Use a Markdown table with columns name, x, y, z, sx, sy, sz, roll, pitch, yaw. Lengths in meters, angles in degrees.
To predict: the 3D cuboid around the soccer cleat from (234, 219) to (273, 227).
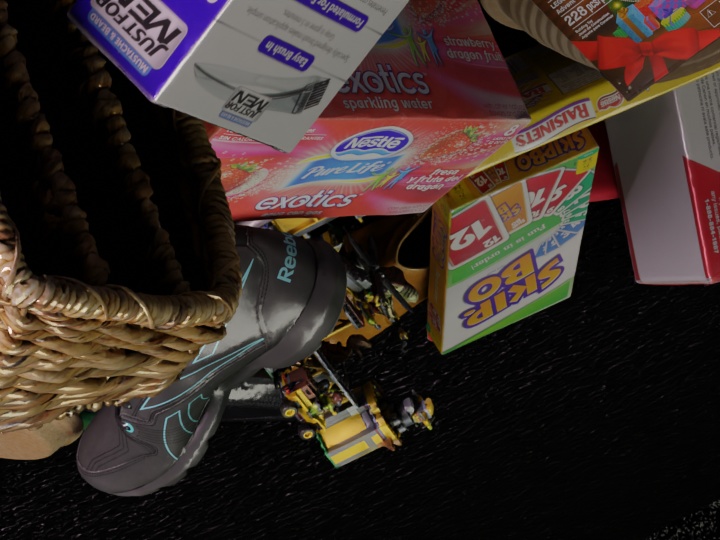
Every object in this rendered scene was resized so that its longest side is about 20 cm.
| name | x | y | z | sx | sy | sz | roll | pitch | yaw |
| --- | --- | --- | --- | --- | --- | --- | --- | --- | --- |
| soccer cleat | -0.126 | -0.044 | 0.961 | 0.199 | 0.070 | 0.086 | -4 | -178 | -33 |

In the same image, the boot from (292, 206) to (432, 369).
| name | x | y | z | sx | sy | sz | roll | pitch | yaw |
| --- | --- | --- | --- | --- | --- | --- | --- | --- | --- |
| boot | 0.010 | 0.001 | 1.242 | 0.201 | 0.071 | 0.144 | -33 | 180 | -6 |

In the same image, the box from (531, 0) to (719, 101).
| name | x | y | z | sx | sy | sz | roll | pitch | yaw |
| --- | --- | --- | --- | --- | --- | --- | --- | --- | --- |
| box | 0.151 | -0.182 | 0.863 | 0.200 | 0.137 | 0.039 | -36 | -161 | 34 |

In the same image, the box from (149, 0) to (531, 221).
| name | x | y | z | sx | sy | sz | roll | pitch | yaw |
| --- | --- | --- | --- | --- | --- | --- | --- | --- | --- |
| box | -0.028 | -0.091 | 0.944 | 0.199 | 0.103 | 0.095 | -3 | 153 | -43 |

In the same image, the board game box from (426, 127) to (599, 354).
| name | x | y | z | sx | sy | sz | roll | pitch | yaw |
| --- | --- | --- | --- | --- | --- | --- | --- | --- | --- |
| board game box | 0.087 | -0.012 | 1.165 | 0.095 | 0.030 | 0.200 | -24 | 157 | -11 |

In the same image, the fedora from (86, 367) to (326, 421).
| name | x | y | z | sx | sy | sz | roll | pitch | yaw |
| --- | --- | --- | --- | --- | --- | --- | --- | --- | --- |
| fedora | -0.102 | 0.045 | 1.207 | 0.200 | 0.092 | 0.201 | 1 | 173 | 0 |

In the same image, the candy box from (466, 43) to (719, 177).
| name | x | y | z | sx | sy | sz | roll | pitch | yaw |
| --- | --- | --- | --- | --- | --- | --- | --- | --- | --- |
| candy box | 0.129 | -0.112 | 1.098 | 0.199 | 0.026 | 0.102 | -23 | -155 | 0 |

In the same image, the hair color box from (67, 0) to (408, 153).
| name | x | y | z | sx | sy | sz | roll | pitch | yaw |
| --- | --- | --- | --- | --- | --- | --- | --- | --- | --- |
| hair color box | -0.012 | -0.149 | 0.761 | 0.200 | 0.065 | 0.109 | -52 | 154 | 11 |

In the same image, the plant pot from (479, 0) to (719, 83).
| name | x | y | z | sx | sy | sz | roll | pitch | yaw |
| --- | --- | --- | --- | --- | --- | --- | --- | --- | --- |
| plant pot | 0.160 | -0.160 | 0.988 | 0.200 | 0.093 | 0.201 | -21 | 162 | -7 |

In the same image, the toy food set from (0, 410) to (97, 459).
| name | x | y | z | sx | sy | sz | roll | pitch | yaw |
| --- | --- | --- | --- | --- | --- | --- | --- | --- | --- |
| toy food set | -0.237 | 0.055 | 1.052 | 0.200 | 0.049 | 0.198 | 29 | 158 | -36 |

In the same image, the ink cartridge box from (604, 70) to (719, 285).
| name | x | y | z | sx | sy | sz | roll | pitch | yaw |
| --- | --- | --- | --- | --- | --- | --- | --- | --- | --- |
| ink cartridge box | 0.260 | -0.082 | 1.210 | 0.199 | 0.145 | 0.084 | -13 | -175 | -25 |

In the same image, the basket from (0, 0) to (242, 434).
| name | x | y | z | sx | sy | sz | roll | pitch | yaw |
| --- | --- | --- | --- | --- | --- | --- | --- | --- | --- |
| basket | -0.120 | -0.055 | 0.774 | 0.142 | 0.201 | 0.149 | -11 | 158 | -29 |

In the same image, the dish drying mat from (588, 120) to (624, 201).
| name | x | y | z | sx | sy | sz | roll | pitch | yaw |
| --- | --- | --- | --- | --- | --- | --- | --- | --- | --- |
| dish drying mat | 0.117 | -0.072 | 1.204 | 0.199 | 0.077 | 0.018 | -8 | 146 | -38 |

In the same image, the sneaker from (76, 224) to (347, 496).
| name | x | y | z | sx | sy | sz | roll | pitch | yaw |
| --- | --- | --- | --- | --- | --- | --- | --- | --- | --- |
| sneaker | -0.095 | 0.041 | 0.990 | 0.079 | 0.076 | 0.200 | 22 | 127 | -35 |

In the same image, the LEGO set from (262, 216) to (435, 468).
| name | x | y | z | sx | sy | sz | roll | pitch | yaw |
| --- | --- | --- | --- | --- | --- | --- | --- | --- | --- |
| LEGO set | 0.000 | 0.000 | 1.096 | 0.116 | 0.200 | 0.154 | -26 | 125 | 10 |
